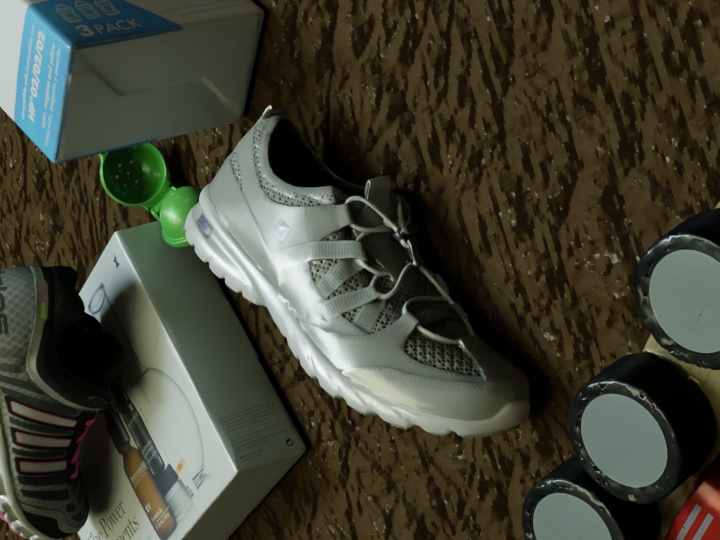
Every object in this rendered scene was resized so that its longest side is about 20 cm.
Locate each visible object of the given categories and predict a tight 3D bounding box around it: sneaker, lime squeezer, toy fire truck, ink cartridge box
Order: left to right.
[{"bbox_3d":[-0.166,0.072,0.917,0.074,0.086,0.202,-108,6,-49],"label":"sneaker"},{"bbox_3d":[-0.155,-0.145,0.864,0.200,0.114,0.068,43,133,34],"label":"ink cartridge box"},{"bbox_3d":[-0.103,-0.047,0.887,0.199,0.038,0.071,39,152,16],"label":"lime squeezer"},{"bbox_3d":[0.000,0.000,0.755,0.199,0.074,0.083,38,115,26],"label":"sneaker"},{"bbox_3d":[0.164,0.086,0.554,0.199,0.128,0.177,38,131,22],"label":"toy fire truck"}]

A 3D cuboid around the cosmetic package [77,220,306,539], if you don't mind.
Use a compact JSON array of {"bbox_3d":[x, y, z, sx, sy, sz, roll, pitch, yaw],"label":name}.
[{"bbox_3d":[-0.121,0.088,0.965,0.152,0.051,0.200,62,142,20],"label":"cosmetic package"}]
